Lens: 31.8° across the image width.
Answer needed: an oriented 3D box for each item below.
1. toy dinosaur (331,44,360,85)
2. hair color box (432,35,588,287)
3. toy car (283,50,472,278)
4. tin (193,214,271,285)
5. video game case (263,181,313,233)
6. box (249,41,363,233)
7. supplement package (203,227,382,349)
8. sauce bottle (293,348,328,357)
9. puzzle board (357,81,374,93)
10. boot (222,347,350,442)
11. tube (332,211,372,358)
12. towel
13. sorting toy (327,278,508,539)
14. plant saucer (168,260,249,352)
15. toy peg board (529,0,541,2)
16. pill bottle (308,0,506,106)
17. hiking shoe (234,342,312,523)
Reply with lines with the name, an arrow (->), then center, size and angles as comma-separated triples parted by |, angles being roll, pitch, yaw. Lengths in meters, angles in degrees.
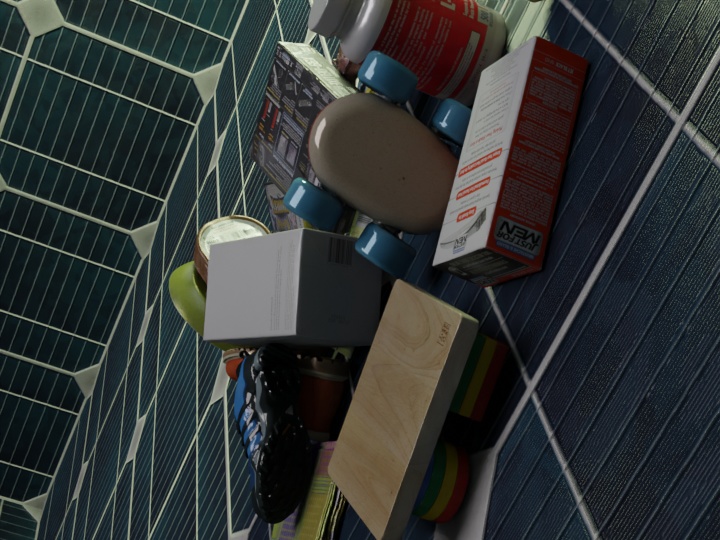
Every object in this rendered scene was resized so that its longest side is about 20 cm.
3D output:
toy dinosaur -> 0.013, -0.278, 1.525 | 0.202, 0.085, 0.136 | -63, 2, 13
hair color box -> 0.135, -0.095, 1.144 | 0.111, 0.063, 0.203 | -22, 49, 67
toy car -> 0.024, -0.114, 1.374 | 0.186, 0.176, 0.200 | -59, 5, 3
tin -> -0.145, 0.003, 1.661 | 0.201, 0.111, 0.042 | 52, 152, 34
video game case -> -0.085, -0.034, 1.708 | 0.200, 0.025, 0.184 | -175, 75, -73
box -> -0.057, -0.162, 1.527 | 0.200, 0.049, 0.160 | 47, 129, 45
supplement package -> -0.082, 0.026, 1.476 | 0.199, 0.120, 0.122 | -7, 77, 51
sauce bottle -> -0.078, 0.110, 1.609 | 0.201, 0.064, 0.065 | -59, 20, 30
puzzle board -> -0.006, -0.216, 1.823 | 0.152, 0.017, 0.201 | -92, 26, -52
boot -> -0.101, 0.149, 1.525 | 0.198, 0.074, 0.109 | 8, 89, 45
tube -> 0.000, 0.000, 1.512 | 0.058, 0.051, 0.203 | 9, -83, -75
towel -> -0.057, 0.267, 1.431 | 0.200, 0.022, 0.146 | 155, 132, -69
sorting toy -> 0.055, 0.127, 1.141 | 0.200, 0.069, 0.201 | -150, 79, -73
plant saucer -> -0.161, 0.046, 1.696 | 0.031, 0.198, 0.201 | -55, 21, 25
toy peg board -> 0.155, -0.401, 1.222 | 0.097, 0.198, 0.202 | -1, 69, 57
pill bottle -> 0.049, -0.263, 1.371 | 0.114, 0.198, 0.112 | -70, 17, 0
hiking shoe -> -0.104, 0.188, 1.450 | 0.086, 0.074, 0.203 | -20, 66, 54
